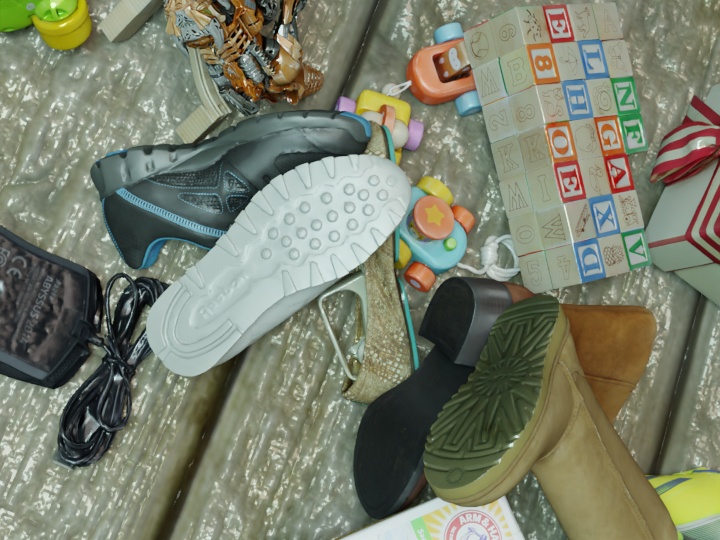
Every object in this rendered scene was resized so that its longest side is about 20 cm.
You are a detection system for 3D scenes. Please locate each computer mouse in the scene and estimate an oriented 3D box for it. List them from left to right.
[{"bbox_3d":[-0.233,0.030,0.794,0.199,0.053,0.140,32,69,-20],"label":"computer mouse"}]

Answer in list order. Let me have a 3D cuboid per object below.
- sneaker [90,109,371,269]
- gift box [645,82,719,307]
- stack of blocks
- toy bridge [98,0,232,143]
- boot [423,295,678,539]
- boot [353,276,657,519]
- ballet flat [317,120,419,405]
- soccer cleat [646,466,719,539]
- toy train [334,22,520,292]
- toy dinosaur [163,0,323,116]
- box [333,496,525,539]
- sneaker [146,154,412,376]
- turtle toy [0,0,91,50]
[{"bbox_3d":[-0.082,-0.058,0.822,0.197,0.073,0.083,-14,90,14],"label":"sneaker"},{"bbox_3d":[0.334,-0.067,0.912,0.186,0.184,0.202,33,68,-16],"label":"gift box"},{"bbox_3d":[0.158,-0.093,0.904,0.114,0.058,0.203,-11,88,-39],"label":"stack of blocks"},{"bbox_3d":[-0.155,-0.189,0.851,0.201,0.067,0.027,55,29,0],"label":"toy bridge"},{"bbox_3d":[0.129,0.141,0.739,0.176,0.065,0.202,-52,121,-43],"label":"boot"},{"bbox_3d":[0.103,0.096,0.854,0.198,0.068,0.191,11,105,-40],"label":"boot"},{"bbox_3d":[0.000,0.000,0.836,0.064,0.070,0.203,-8,96,-8],"label":"ballet flat"},{"bbox_3d":[0.234,0.178,0.897,0.197,0.065,0.084,18,44,-7],"label":"soccer cleat"},{"bbox_3d":[0.062,-0.088,0.898,0.148,0.056,0.203,-11,81,-18],"label":"toy train"},{"bbox_3d":[-0.078,-0.162,0.813,0.100,0.200,0.138,-6,76,0],"label":"toy dinosaur"},{"bbox_3d":[0.014,0.222,0.771,0.197,0.101,0.114,-20,77,-10],"label":"box"},{"bbox_3d":[-0.051,-0.007,0.795,0.199,0.080,0.077,-34,80,8],"label":"sneaker"},{"bbox_3d":[-0.271,-0.217,0.796,0.197,0.146,0.102,-10,57,-1],"label":"turtle toy"}]
